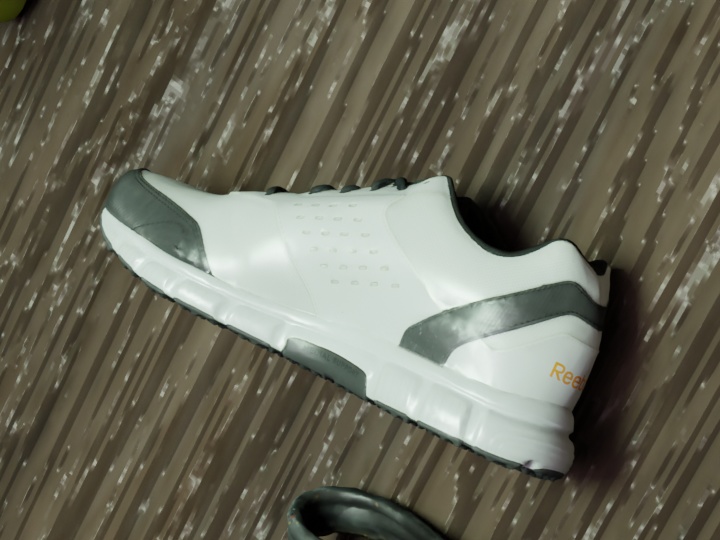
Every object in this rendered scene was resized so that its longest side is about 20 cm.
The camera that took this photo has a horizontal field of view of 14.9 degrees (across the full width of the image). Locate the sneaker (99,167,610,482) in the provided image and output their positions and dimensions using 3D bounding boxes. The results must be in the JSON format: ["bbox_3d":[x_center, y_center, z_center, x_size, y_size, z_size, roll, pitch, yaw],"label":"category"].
[{"bbox_3d":[0.000,0.000,0.930,0.199,0.074,0.080,23,91,28],"label":"sneaker"}]

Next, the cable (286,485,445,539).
[{"bbox_3d":[0.037,0.121,0.915,0.199,0.097,0.051,6,128,17],"label":"cable"}]

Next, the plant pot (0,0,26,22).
[{"bbox_3d":[-0.241,-0.163,1.017,0.181,0.199,0.201,-15,83,29],"label":"plant pot"}]
